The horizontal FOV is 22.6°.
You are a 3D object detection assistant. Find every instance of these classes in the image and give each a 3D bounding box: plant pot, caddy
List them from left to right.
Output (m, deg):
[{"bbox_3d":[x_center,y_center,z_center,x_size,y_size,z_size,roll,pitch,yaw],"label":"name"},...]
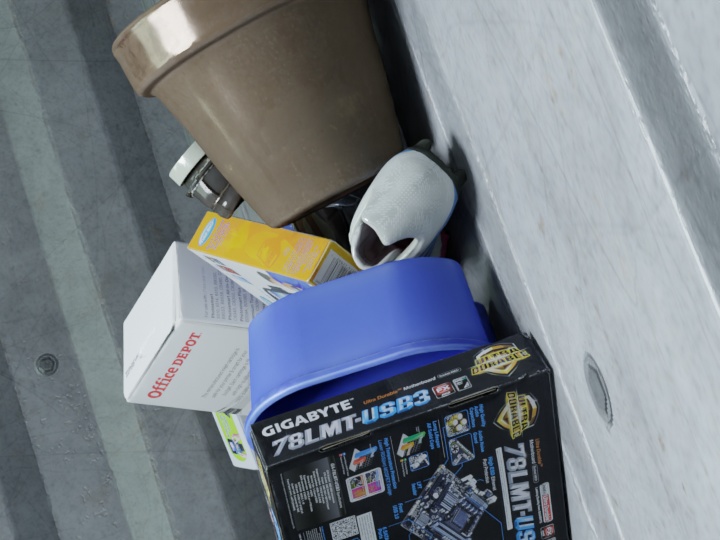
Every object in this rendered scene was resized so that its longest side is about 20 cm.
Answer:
[{"bbox_3d":[-0.055,-0.131,1.308,0.176,0.199,0.200,63,172,1],"label":"plant pot"},{"bbox_3d":[0.014,0.078,1.250,0.142,0.198,0.106,54,-159,-55],"label":"caddy"}]

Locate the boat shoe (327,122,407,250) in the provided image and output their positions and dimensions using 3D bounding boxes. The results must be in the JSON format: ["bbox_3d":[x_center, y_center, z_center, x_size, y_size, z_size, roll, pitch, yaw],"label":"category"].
[{"bbox_3d":[-0.001,-0.070,1.407,0.072,0.067,0.202,3,114,64],"label":"boat shoe"}]

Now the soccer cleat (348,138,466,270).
[{"bbox_3d":[0.021,-0.028,1.287,0.070,0.086,0.200,42,165,9],"label":"soccer cleat"}]

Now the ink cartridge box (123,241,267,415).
[{"bbox_3d":[-0.090,0.056,1.546,0.146,0.198,0.085,128,143,-48],"label":"ink cartridge box"}]

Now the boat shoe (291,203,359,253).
[{"bbox_3d":[0.000,0.000,1.477,0.072,0.075,0.201,-18,97,54],"label":"boat shoe"}]

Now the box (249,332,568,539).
[{"bbox_3d":[0.039,0.157,1.213,0.050,0.197,0.201,-120,15,-50],"label":"box"}]

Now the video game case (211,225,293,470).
[{"bbox_3d":[-0.070,0.058,1.699,0.045,0.199,0.183,1,117,49],"label":"video game case"}]

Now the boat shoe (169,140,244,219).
[{"bbox_3d":[-0.072,-0.102,1.437,0.061,0.201,0.072,44,133,4],"label":"boat shoe"}]

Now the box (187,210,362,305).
[{"bbox_3d":[-0.047,0.008,1.386,0.119,0.042,0.199,37,165,-34],"label":"box"}]
